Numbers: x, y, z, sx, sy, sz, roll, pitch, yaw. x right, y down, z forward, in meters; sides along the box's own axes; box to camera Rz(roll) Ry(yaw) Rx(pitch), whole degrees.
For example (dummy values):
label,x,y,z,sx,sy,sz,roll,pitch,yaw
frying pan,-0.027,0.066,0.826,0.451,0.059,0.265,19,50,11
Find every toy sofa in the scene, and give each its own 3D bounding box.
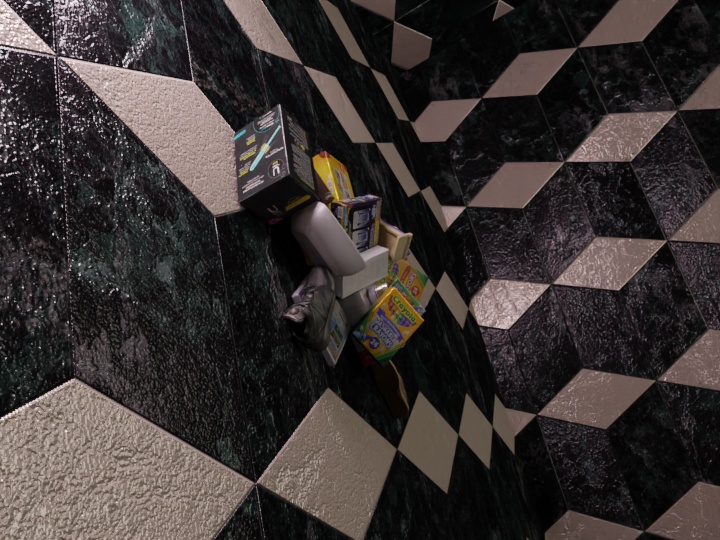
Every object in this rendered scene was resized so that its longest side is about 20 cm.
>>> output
label,x,y,z,sx,sy,sz,roll,pitch,yaw
toy sofa,0.066,-0.114,1.579,0.198,0.085,0.096,35,32,32

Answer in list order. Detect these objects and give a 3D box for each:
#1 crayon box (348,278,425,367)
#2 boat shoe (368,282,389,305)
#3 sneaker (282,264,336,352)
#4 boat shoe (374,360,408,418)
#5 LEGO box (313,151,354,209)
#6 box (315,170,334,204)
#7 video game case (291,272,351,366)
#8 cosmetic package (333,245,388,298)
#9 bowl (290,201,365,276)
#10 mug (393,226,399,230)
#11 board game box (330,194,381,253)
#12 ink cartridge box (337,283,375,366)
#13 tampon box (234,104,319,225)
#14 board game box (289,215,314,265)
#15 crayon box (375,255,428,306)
label,x,y,z,sx,sy,sz,roll,pitch,yaw
crayon box,0.080,0.137,1.408,0.126,0.200,0.051,46,-12,-9
boat shoe,0.088,0.129,1.474,0.203,0.061,0.072,62,21,-19
sneaker,-0.115,0.072,1.189,0.114,0.075,0.205,32,57,-51
boat shoe,0.089,0.331,1.522,0.065,0.069,0.205,-74,148,-66
LEGO box,-0.082,-0.242,1.627,0.148,0.076,0.205,21,50,-64
box,-0.160,-0.246,1.387,0.202,0.074,0.100,57,19,-6
video game case,-0.093,0.109,1.328,0.204,0.023,0.183,64,21,-15
cosmetic package,0.000,0.000,1.455,0.198,0.050,0.085,-24,126,-45
bowl,-0.091,-0.066,1.278,0.202,0.074,0.199,54,-14,-21
mug,0.072,-0.057,1.734,0.149,0.150,0.191,6,64,-68
board game box,-0.016,-0.100,1.479,0.163,0.056,0.206,-19,120,-48
ink cartridge box,0.022,0.146,1.500,0.205,0.082,0.145,67,20,-5
tampon box,-0.198,-0.242,1.225,0.126,0.147,0.205,34,39,-54
board game box,-0.147,-0.114,1.405,0.095,0.029,0.205,-10,81,-69
crayon box,0.106,0.028,1.619,0.198,0.050,0.129,33,75,-23
